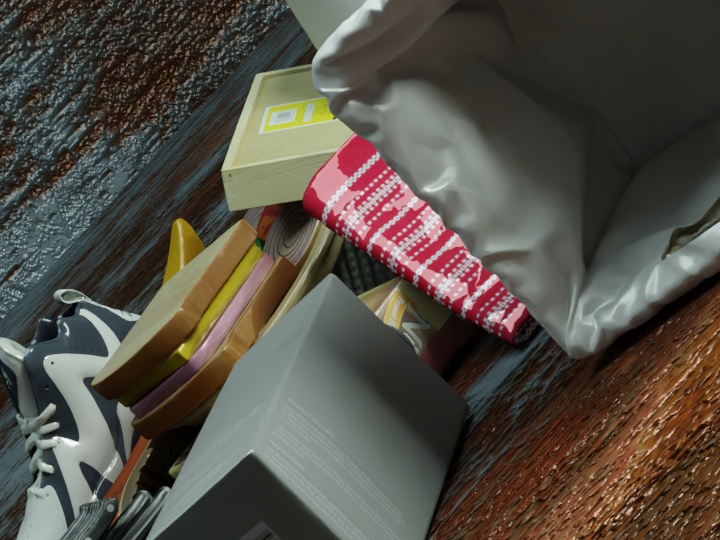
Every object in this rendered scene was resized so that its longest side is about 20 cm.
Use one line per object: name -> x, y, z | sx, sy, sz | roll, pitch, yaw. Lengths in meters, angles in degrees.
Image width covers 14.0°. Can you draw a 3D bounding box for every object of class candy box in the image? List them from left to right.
candy box -> -0.026, 0.076, 1.664 | 0.116, 0.055, 0.200 | -52, 11, -24

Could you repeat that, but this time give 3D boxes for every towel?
towel -> 0.067, -0.051, 1.593 | 0.145, 0.023, 0.200 | -48, 43, -8

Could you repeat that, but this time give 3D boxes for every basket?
basket -> 0.122, -0.109, 1.373 | 0.198, 0.200, 0.161 | -39, 10, 33

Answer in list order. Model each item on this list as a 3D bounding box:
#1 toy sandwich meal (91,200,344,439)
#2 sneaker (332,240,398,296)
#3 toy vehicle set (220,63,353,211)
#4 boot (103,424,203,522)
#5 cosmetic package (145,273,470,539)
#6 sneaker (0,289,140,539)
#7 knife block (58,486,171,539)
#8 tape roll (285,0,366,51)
toy sandwich meal -> -0.087, 0.012, 1.745 | 0.205, 0.070, 0.205 | -48, 17, 20
sneaker -> 0.000, 0.000, 1.804 | 0.200, 0.075, 0.105 | -46, 14, 29
toy vehicle set -> -0.013, -0.091, 1.796 | 0.123, 0.027, 0.200 | -9, 19, 8
boot -> -0.121, 0.125, 1.834 | 0.107, 0.075, 0.200 | -44, 10, 41
cosmetic package -> -0.022, 0.098, 1.419 | 0.090, 0.107, 0.200 | -42, 9, 22
sneaker -> -0.204, 0.102, 1.867 | 0.200, 0.129, 0.079 | -58, 19, -9
knife block -> -0.141, 0.221, 1.602 | 0.064, 0.174, 0.202 | 158, 109, -69
tape roll -> 0.047, -0.202, 1.800 | 0.202, 0.071, 0.202 | -34, 2, 1
